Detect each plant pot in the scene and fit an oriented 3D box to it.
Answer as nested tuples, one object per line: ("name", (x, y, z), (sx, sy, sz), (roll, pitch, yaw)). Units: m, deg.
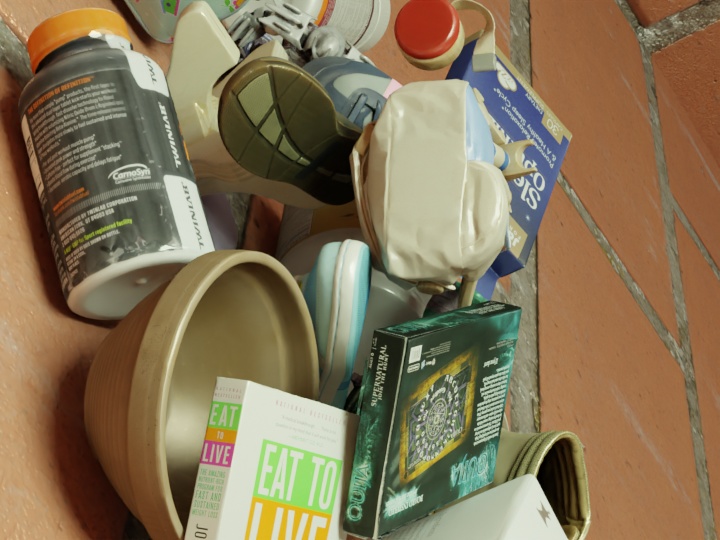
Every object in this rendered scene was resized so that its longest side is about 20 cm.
("plant pot", (-0.111, 0.086, 1.126), (0.201, 0.093, 0.201), (3, 90, -64))

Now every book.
("book", (-0.064, 0.176, 1.092), (0.134, 0.048, 0.200), (25, 73, -57))

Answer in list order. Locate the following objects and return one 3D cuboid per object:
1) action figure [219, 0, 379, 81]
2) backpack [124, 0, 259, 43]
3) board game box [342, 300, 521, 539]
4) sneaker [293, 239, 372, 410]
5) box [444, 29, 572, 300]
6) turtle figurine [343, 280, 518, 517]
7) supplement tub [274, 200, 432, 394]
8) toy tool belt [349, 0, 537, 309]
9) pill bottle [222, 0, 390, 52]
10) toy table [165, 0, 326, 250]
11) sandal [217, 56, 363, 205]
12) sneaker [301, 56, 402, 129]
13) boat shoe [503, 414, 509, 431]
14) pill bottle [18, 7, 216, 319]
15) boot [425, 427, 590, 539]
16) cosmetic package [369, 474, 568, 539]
("action figure", (-0.058, -0.167, 1.469), (0.130, 0.069, 0.200), (45, -17, -15))
("backpack", (-0.121, -0.291, 1.420), (0.176, 0.200, 0.153), (55, 23, -24))
("board game box", (0.052, 0.097, 1.199), (0.200, 0.028, 0.136), (-9, 110, -63))
("sneaker", (-0.064, 0.039, 1.244), (0.200, 0.130, 0.080), (103, 1, -52))
("box", (0.097, -0.081, 1.361), (0.121, 0.032, 0.200), (47, 43, -22))
("turtle figurine", (0.035, 0.107, 1.318), (0.101, 0.200, 0.150), (32, -7, 15))
("supplement tub", (0.000, 0.000, 1.454), (0.145, 0.145, 0.200), (53, 24, -28))
("toy tool belt", (0.059, -0.079, 1.243), (0.123, 0.125, 0.200), (43, 44, -69))
("pill bottle", (-0.049, -0.257, 1.675), (0.110, 0.109, 0.200), (67, 21, 7))
("toy table", (-0.119, -0.105, 1.336), (0.200, 0.117, 0.184), (49, 26, -37))
("sandal", (-0.043, -0.104, 1.251), (0.200, 0.082, 0.055), (24, 30, -59))
("sneaker", (0.033, -0.106, 1.374), (0.200, 0.070, 0.082), (21, 11, -43))
("boat shoe", (0.076, 0.087, 1.638), (0.200, 0.073, 0.063), (49, 28, -23))
("pill bottle", (-0.170, -0.076, 1.196), (0.106, 0.106, 0.200), (21, 48, -61))
("boot", (0.101, 0.215, 1.363), (0.073, 0.155, 0.200), (20, 79, -32))
("cosmetic package", (0.056, 0.270, 1.207), (0.165, 0.200, 0.165), (62, 21, -6))
